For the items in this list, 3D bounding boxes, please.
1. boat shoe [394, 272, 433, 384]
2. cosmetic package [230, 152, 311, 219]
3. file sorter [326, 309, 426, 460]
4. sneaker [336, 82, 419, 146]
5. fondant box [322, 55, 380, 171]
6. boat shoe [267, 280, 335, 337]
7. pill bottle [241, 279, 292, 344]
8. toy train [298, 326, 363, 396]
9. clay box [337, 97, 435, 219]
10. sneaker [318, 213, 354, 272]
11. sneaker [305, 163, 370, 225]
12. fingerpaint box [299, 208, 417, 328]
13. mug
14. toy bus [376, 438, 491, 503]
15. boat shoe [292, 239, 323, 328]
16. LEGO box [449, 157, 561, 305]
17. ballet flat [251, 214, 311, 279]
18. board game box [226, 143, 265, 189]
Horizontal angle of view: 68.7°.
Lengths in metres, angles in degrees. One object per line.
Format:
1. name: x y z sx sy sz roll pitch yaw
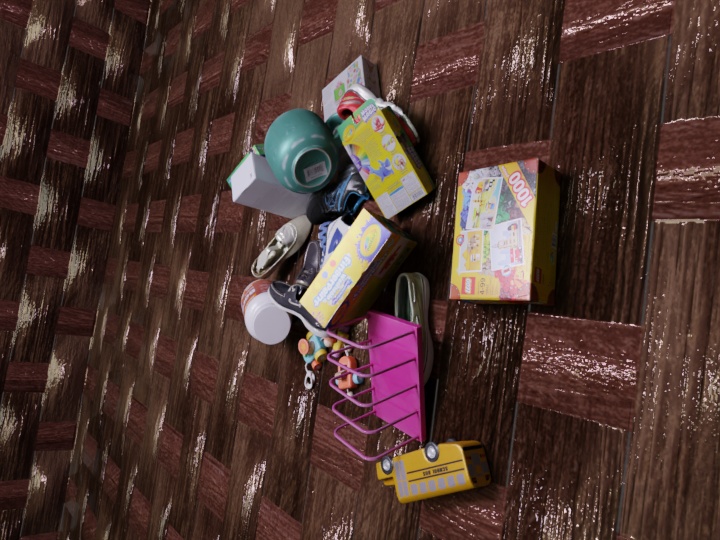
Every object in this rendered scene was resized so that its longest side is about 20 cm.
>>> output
1. boat shoe: 0.087 0.105 0.949 0.071 0.061 0.209 -13 73 46
2. cosmetic package: -0.194 -0.191 1.240 0.100 0.196 0.074 -33 58 37
3. file sorter: 0.021 0.194 0.908 0.137 0.122 0.208 13 111 52
4. sneaker: 0.033 -0.290 1.054 0.198 0.077 0.086 37 83 24
5. fondant box: -0.018 -0.347 1.180 0.142 0.057 0.208 -24 65 43
6. boat shoe: -0.123 0.064 1.108 0.198 0.072 0.062 35 126 36
7. pill bottle: -0.217 0.096 1.220 0.200 0.109 0.116 -145 72 -70
8. toy train: -0.076 0.193 1.124 0.196 0.054 0.157 -13 71 46
9. clay box: 0.047 -0.214 1.006 0.113 0.047 0.204 -26 95 41
10. sneaker: -0.029 -0.037 1.104 0.114 0.079 0.206 -33 56 42
11. sneaker: -0.053 -0.151 1.162 0.198 0.072 0.085 -37 54 38
12. fingerpaint box: 0.000 0.000 0.963 0.073 0.166 0.203 40 103 18
13. mug: -0.110 -0.255 1.105 0.188 0.148 0.115 -57 41 22
14. toy bus: 0.114 0.329 0.867 0.198 0.064 0.081 -34 60 39
15. boat shoe: -0.117 0.030 1.200 0.070 0.063 0.209 3 85 46
16. LEGO box: 0.223 -0.053 0.819 0.146 0.075 0.209 -3 79 48
17. ballet flat: -0.196 -0.057 1.279 0.201 0.069 0.070 -48 48 11
18. board game box: -0.222 -0.266 1.299 0.133 0.198 0.030 -37 85 37
